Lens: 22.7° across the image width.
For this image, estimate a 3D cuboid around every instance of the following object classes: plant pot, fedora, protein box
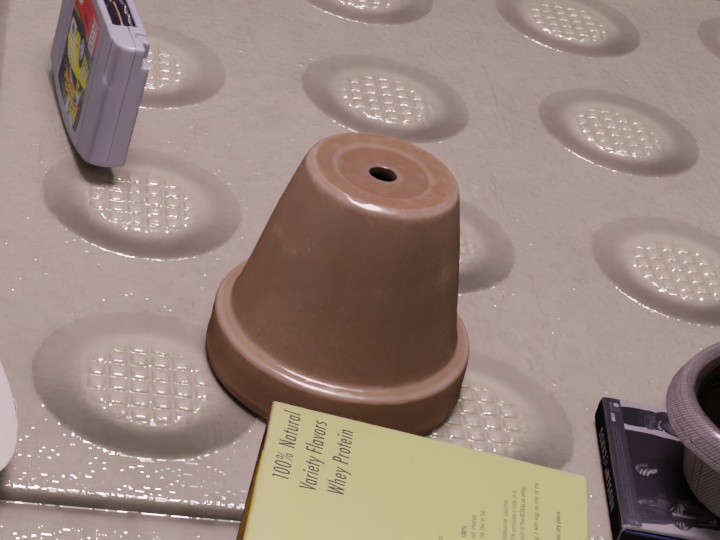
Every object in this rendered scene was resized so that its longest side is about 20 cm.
[{"bbox_3d":[0.000,0.000,1.312,0.200,0.175,0.200,12,32,-8],"label":"plant pot"},{"bbox_3d":[0.309,0.126,1.281,0.200,0.090,0.177,-13,40,-27],"label":"fedora"},{"bbox_3d":[0.019,0.208,1.043,0.200,0.135,0.199,14,33,-3],"label":"protein box"}]

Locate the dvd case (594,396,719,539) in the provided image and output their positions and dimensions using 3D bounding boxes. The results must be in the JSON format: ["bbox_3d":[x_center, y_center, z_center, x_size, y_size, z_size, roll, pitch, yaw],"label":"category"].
[{"bbox_3d":[0.277,0.163,1.317,0.200,0.025,0.150,12,33,-7],"label":"dvd case"}]

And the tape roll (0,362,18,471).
[{"bbox_3d":[-0.292,0.051,1.126,0.203,0.037,0.203,55,12,-17],"label":"tape roll"}]

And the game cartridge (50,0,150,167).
[{"bbox_3d":[-0.225,-0.181,1.528,0.041,0.133,0.200,1,35,-21],"label":"game cartridge"}]
